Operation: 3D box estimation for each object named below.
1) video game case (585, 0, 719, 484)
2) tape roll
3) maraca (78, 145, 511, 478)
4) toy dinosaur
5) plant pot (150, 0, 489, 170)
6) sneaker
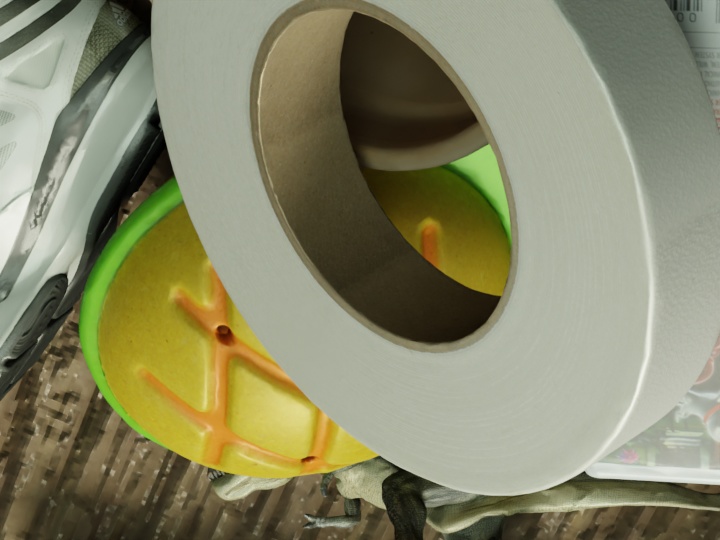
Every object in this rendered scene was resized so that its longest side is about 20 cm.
[{"bbox_3d":[0.160,-0.016,0.706,0.199,0.023,0.183,3,121,9],"label":"video game case"},{"bbox_3d":[0.017,-0.033,0.726,0.202,0.037,0.204,30,134,36],"label":"tape roll"},{"bbox_3d":[0.000,0.000,0.869,0.199,0.107,0.137,-27,130,9],"label":"maraca"},{"bbox_3d":[0.036,0.090,0.921,0.199,0.088,0.048,8,130,8],"label":"toy dinosaur"},{"bbox_3d":[0.012,-0.139,0.772,0.200,0.093,0.202,28,133,34],"label":"plant pot"},{"bbox_3d":[-0.148,-0.028,0.911,0.115,0.076,0.201,34,112,1],"label":"sneaker"}]
